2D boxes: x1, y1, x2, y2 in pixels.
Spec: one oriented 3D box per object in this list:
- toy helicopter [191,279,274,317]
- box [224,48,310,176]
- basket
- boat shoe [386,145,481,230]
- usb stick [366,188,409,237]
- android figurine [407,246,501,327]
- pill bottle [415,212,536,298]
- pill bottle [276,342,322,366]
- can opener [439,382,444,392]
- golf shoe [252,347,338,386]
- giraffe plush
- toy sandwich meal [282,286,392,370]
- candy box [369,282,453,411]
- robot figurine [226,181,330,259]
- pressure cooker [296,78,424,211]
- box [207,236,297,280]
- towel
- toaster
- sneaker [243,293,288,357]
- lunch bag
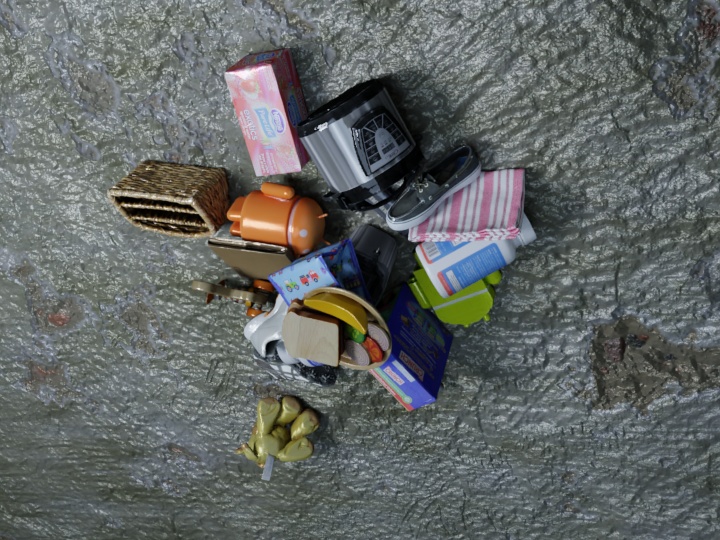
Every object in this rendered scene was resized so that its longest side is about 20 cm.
[{"bbox_3d":[-0.281,0.043,1.591,0.132,0.200,0.079,10,85,33],"label":"toy helicopter"},{"bbox_3d":[-0.158,-0.283,1.373,0.094,0.103,0.200,-4,119,20],"label":"box"},{"bbox_3d":[-0.377,-0.121,1.519,0.200,0.149,0.143,7,123,12],"label":"basket"},{"bbox_3d":[0.123,-0.149,1.341,0.200,0.069,0.057,-37,140,-5],"label":"boat shoe"},{"bbox_3d":[0.032,-0.142,1.445,0.200,0.033,0.055,42,124,-11],"label":"usb stick"},{"bbox_3d":[0.187,0.027,1.498,0.182,0.041,0.200,-24,110,28],"label":"android figurine"},{"bbox_3d":[0.211,-0.043,1.379,0.200,0.112,0.112,-29,111,8],"label":"pill bottle"},{"bbox_3d":[-0.074,0.142,1.613,0.200,0.112,0.112,-13,117,24],"label":"pill bottle"},{"bbox_3d":[0.091,0.207,1.595,0.067,0.053,0.200,-35,130,25],"label":"can opener"},{"bbox_3d":[-0.147,0.215,1.718,0.200,0.078,0.095,25,143,4],"label":"golf shoe"},{"bbox_3d":[-0.210,0.404,1.814,0.172,0.200,0.162,35,154,-10],"label":"giraffe plush"},{"bbox_3d":[-0.043,0.112,1.333,0.205,0.070,0.205,17,132,20],"label":"toy sandwich meal"},{"bbox_3d":[0.090,0.149,1.510,0.077,0.200,0.169,-33,107,32],"label":"candy box"},{"bbox_3d":[-0.156,-0.095,1.484,0.200,0.117,0.144,9,92,12],"label":"robot figurine"},{"bbox_3d":[0.008,-0.208,1.322,0.176,0.179,0.200,-21,110,28],"label":"pressure cooker"},{"bbox_3d":[-0.197,-0.016,1.532,0.163,0.021,0.200,7,163,13],"label":"box"},{"bbox_3d":[0.187,-0.118,1.344,0.200,0.147,0.030,-1,146,19],"label":"towel"},{"bbox_3d":[0.000,0.000,1.487,0.113,0.129,0.200,26,126,0],"label":"toaster"},{"bbox_3d":[-0.145,0.102,1.571,0.200,0.076,0.092,-43,59,14],"label":"sneaker"},{"bbox_3d":[-0.053,0.064,1.398,0.150,0.094,0.200,-19,99,43],"label":"lunch bag"}]
